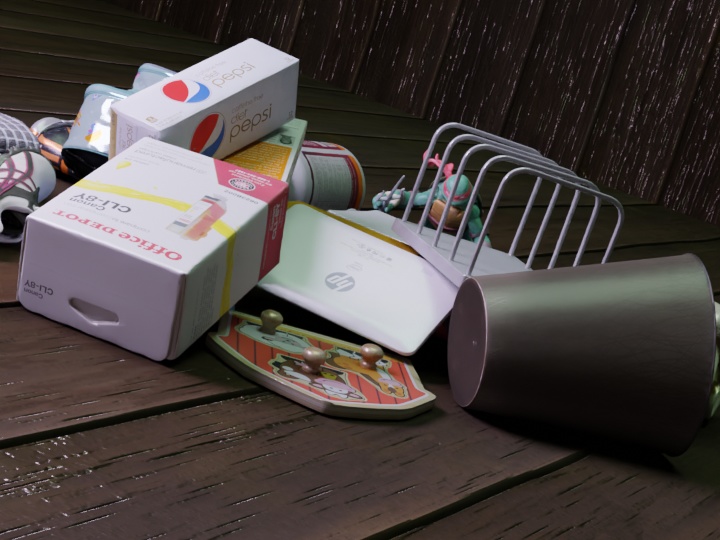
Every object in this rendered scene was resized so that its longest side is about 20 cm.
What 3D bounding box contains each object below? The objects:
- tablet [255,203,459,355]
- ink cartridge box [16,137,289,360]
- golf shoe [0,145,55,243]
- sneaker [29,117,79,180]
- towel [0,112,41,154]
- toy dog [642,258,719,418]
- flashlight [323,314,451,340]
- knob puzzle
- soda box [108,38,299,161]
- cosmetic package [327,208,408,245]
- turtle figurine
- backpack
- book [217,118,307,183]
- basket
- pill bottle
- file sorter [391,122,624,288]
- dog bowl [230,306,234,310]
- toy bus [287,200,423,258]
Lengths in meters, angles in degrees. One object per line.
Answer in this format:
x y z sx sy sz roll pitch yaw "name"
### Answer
-0.009 0.005 1.450 0.200 0.014 0.130 24 41 20 "tablet"
-0.165 -0.023 1.277 0.145 0.083 0.200 19 29 14 "ink cartridge box"
-0.326 -0.060 1.427 0.088 0.077 0.200 40 18 9 "golf shoe"
-0.288 -0.132 1.804 0.112 0.078 0.200 26 25 21 "sneaker"
-0.441 -0.141 1.554 0.200 0.086 0.166 25 13 32 "towel"
0.264 0.073 1.549 0.200 0.140 0.194 24 49 21 "toy dog"
0.062 0.051 1.468 0.200 0.068 0.068 15 41 11 "flashlight"
-0.029 0.074 1.292 0.219 0.030 0.220 17 11 -4 "knob puzzle"
-0.143 -0.147 1.451 0.064 0.068 0.200 27 39 26 "soda box"
0.059 0.004 1.634 0.200 0.081 0.113 23 12 29 "cosmetic package"
0.097 -0.053 1.764 0.150 0.101 0.200 36 -20 15 "turtle figurine"
-0.208 -0.130 1.652 0.200 0.153 0.176 12 -11 5 "backpack"
-0.132 -0.098 1.477 0.133 0.048 0.200 14 35 0 "book"
0.186 0.069 1.354 0.200 0.181 0.136 3 7 -13 "basket"
-0.086 -0.099 1.823 0.110 0.110 0.200 23 13 27 "pill bottle"
0.140 -0.049 1.480 0.139 0.125 0.200 16 12 -21 "file sorter"
-0.193 -0.017 1.428 0.200 0.050 0.111 26 14 34 "dog bowl"
0.000 0.000 1.563 0.200 0.078 0.065 23 13 24 "toy bus"
